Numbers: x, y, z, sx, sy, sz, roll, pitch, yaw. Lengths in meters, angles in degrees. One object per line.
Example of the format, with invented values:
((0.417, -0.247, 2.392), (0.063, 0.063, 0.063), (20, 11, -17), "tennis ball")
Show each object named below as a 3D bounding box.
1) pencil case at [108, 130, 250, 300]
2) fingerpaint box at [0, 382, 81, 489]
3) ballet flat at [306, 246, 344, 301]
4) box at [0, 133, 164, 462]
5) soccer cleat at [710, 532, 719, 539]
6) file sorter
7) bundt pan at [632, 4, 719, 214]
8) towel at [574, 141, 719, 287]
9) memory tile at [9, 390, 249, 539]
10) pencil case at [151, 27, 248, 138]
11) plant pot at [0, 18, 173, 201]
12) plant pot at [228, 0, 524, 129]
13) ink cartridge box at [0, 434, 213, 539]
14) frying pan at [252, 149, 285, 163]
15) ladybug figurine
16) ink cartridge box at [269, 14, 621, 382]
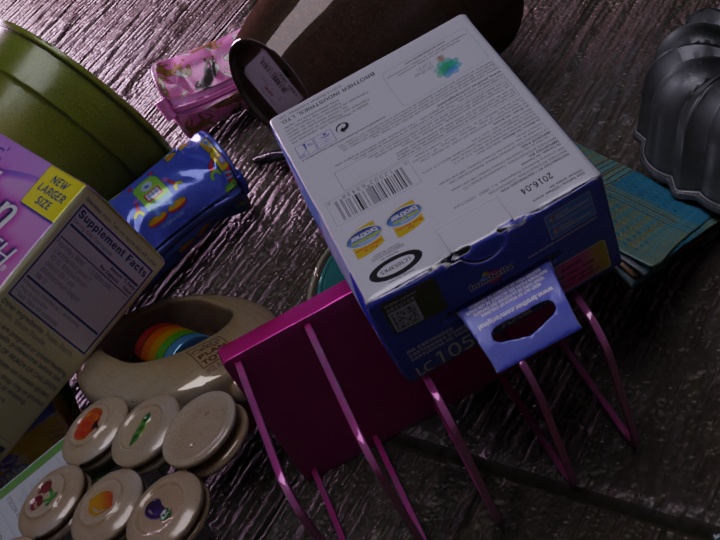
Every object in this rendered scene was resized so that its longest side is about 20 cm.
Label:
((-0.178, -0.027, 0.951), (0.200, 0.078, 0.087), (-42, 49, -15), "pencil case")
((-0.313, 0.131, 0.868), (0.200, 0.073, 0.167), (-33, 42, -7), "fingerpaint box")
((0.000, 0.000, 0.841), (0.069, 0.070, 0.200), (-6, 41, 23), "ballet flat")
((-0.272, 0.014, 0.811), (0.176, 0.097, 0.200), (29, 74, 40), "box")
((0.115, 0.193, 0.591), (0.199, 0.068, 0.081), (-15, 56, 13), "soccer cleat")
((0.046, 0.079, 0.684), (0.200, 0.139, 0.126), (-29, 45, -1), "file sorter")
((0.285, -0.124, 0.779), (0.201, 0.076, 0.202), (-8, 40, 7), "bundt pan")
((0.129, -0.058, 0.770), (0.200, 0.022, 0.146), (31, 30, 26), "towel")
((-0.150, 0.150, 0.628), (0.153, 0.017, 0.200), (-4, 47, 41), "memory tile")
((-0.093, -0.193, 1.071), (0.199, 0.087, 0.083), (-24, 73, 6), "pencil case")
((-0.292, -0.075, 0.995), (0.200, 0.200, 0.193), (25, 76, 42), "plant pot")
((-0.003, -0.198, 0.926), (0.187, 0.187, 0.200), (22, 54, 41), "plant pot")
((-0.202, 0.191, 0.728), (0.200, 0.104, 0.059), (-41, 43, -14), "ink cartridge box")
((-0.030, -0.096, 0.943), (0.189, 0.031, 0.115), (-11, 2, 25), "frying pan")
((-0.119, 0.072, 0.800), (0.135, 0.072, 0.200), (-27, 19, -23), "ladybug figurine")
((0.047, -0.035, 0.632), (0.136, 0.076, 0.200), (-29, 45, 0), "ink cartridge box")
